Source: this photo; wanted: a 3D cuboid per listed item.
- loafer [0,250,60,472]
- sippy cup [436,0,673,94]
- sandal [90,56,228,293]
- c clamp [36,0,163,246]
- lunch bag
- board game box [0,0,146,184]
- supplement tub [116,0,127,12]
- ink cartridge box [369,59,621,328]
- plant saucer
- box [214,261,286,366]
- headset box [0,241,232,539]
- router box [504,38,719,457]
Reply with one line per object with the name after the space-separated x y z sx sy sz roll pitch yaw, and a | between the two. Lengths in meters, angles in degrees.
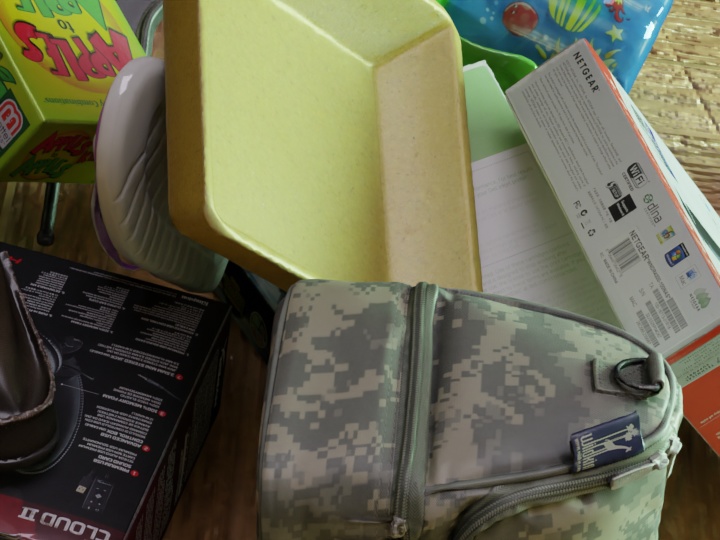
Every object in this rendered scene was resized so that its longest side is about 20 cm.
-0.189 0.000 1.163 0.073 0.072 0.201 -17 57 -28 | loafer
0.100 -0.145 1.484 0.130 0.140 0.179 26 68 5 | sippy cup
-0.101 -0.037 1.233 0.049 0.203 0.083 14 72 15 | sandal
-0.064 -0.083 1.364 0.198 0.027 0.172 3 66 -10 | c clamp
0.043 0.106 1.109 0.166 0.201 0.140 2 43 1 | lunch bag
-0.174 -0.135 1.302 0.101 0.048 0.201 0 53 -53 | board game box
-0.212 -0.160 1.436 0.198 0.123 0.123 13 40 6 | supplement tub
0.046 0.010 1.274 0.145 0.048 0.201 -20 68 -28 | ink cartridge box
-0.025 -0.063 1.192 0.200 0.048 0.201 31 46 -46 | plant saucer
0.000 0.000 1.356 0.136 0.040 0.200 -14 46 -27 | box
-0.157 0.083 1.200 0.148 0.078 0.201 14 41 6 | headset box
0.158 0.012 1.274 0.049 0.180 0.201 -34 45 11 | router box
